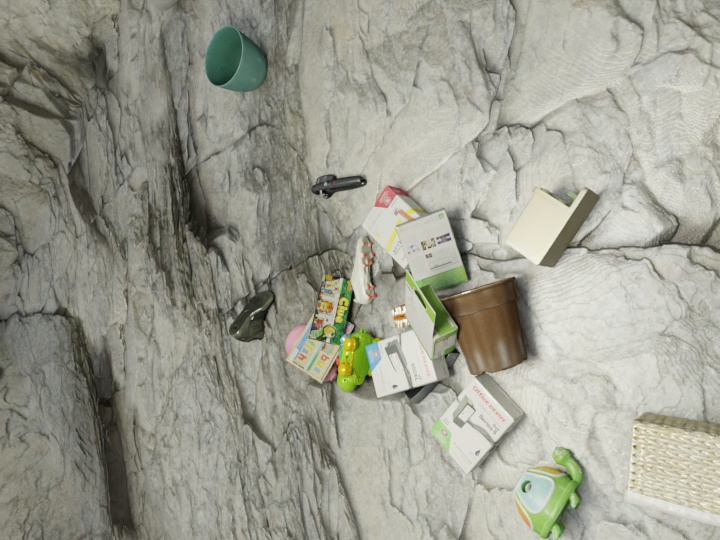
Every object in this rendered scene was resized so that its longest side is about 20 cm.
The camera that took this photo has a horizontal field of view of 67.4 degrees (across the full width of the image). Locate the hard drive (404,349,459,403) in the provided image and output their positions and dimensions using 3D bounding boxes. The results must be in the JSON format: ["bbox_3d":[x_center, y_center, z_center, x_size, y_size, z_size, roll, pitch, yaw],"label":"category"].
[{"bbox_3d":[0.172,0.262,1.515,0.135,0.042,0.202,47,114,27],"label":"hard drive"}]

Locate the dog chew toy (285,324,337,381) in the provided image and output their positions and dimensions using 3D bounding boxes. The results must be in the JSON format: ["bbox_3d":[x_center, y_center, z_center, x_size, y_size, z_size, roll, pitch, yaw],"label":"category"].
[{"bbox_3d":[-0.147,0.266,1.701,0.200,0.124,0.126,43,111,20],"label":"dog chew toy"}]

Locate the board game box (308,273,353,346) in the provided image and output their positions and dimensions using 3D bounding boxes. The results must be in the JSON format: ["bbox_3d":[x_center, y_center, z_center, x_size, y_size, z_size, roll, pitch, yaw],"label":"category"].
[{"bbox_3d":[-0.087,0.120,1.653,0.102,0.024,0.206,12,74,-1],"label":"board game box"}]

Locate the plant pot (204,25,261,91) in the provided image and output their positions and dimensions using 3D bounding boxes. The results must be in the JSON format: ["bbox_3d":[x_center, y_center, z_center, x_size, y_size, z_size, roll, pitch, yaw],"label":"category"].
[{"bbox_3d":[-0.426,-0.730,1.912,0.196,0.159,0.208,-2,87,35],"label":"plant pot"}]

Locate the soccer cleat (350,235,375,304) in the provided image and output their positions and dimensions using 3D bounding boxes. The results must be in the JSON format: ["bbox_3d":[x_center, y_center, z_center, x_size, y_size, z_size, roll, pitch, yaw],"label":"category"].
[{"bbox_3d":[0.000,0.000,1.637,0.076,0.068,0.207,-5,88,37],"label":"soccer cleat"}]

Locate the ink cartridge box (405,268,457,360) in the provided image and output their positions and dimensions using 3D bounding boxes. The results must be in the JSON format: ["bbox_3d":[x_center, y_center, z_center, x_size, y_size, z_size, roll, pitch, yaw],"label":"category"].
[{"bbox_3d":[0.172,0.098,1.313,0.074,0.203,0.149,-21,53,-13],"label":"ink cartridge box"}]

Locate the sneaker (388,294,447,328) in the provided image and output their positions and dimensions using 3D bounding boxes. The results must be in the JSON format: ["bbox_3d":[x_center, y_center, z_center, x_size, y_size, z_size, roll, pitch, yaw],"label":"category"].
[{"bbox_3d":[0.176,0.112,1.505,0.194,0.077,0.081,-9,87,16],"label":"sneaker"}]

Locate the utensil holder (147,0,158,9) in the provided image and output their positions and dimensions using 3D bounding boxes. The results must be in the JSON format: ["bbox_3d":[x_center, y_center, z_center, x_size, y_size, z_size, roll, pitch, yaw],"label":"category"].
[{"bbox_3d":[-0.777,-1.182,2.180,0.196,0.168,0.175,-20,77,35],"label":"utensil holder"}]

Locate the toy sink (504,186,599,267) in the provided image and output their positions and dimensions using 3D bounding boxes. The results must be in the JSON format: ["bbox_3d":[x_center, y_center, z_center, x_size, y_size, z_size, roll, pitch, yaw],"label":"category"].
[{"bbox_3d":[0.451,-0.124,1.281,0.112,0.129,0.203,40,111,30],"label":"toy sink"}]

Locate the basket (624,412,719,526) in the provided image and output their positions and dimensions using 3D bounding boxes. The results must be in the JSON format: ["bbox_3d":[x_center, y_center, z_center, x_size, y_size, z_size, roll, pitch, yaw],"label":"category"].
[{"bbox_3d":[0.646,0.389,1.082,0.195,0.196,0.166,1,84,35],"label":"basket"}]

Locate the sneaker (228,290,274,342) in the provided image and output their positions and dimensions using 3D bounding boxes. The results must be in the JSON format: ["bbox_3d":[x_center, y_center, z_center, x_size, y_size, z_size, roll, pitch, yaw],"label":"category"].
[{"bbox_3d":[-0.363,0.167,1.891,0.075,0.115,0.201,29,77,36],"label":"sneaker"}]

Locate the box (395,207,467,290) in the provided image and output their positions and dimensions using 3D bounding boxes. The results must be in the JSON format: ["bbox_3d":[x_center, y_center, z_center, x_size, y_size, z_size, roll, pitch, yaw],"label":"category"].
[{"bbox_3d":[0.192,-0.048,1.448,0.141,0.036,0.205,-17,102,15],"label":"box"}]

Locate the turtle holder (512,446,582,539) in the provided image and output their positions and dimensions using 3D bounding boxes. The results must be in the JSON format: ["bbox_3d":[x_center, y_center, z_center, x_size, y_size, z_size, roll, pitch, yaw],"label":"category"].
[{"bbox_3d":[0.438,0.516,1.256,0.130,0.139,0.190,31,106,33],"label":"turtle holder"}]

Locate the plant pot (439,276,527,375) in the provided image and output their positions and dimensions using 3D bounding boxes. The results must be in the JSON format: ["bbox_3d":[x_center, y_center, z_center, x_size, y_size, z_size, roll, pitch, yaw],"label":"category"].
[{"bbox_3d":[0.316,0.140,1.340,0.196,0.198,0.204,-19,86,32],"label":"plant pot"}]

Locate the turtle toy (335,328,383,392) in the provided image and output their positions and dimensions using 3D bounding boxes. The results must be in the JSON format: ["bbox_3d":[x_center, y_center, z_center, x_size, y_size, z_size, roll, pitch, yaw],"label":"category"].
[{"bbox_3d":[-0.017,0.268,1.605,0.100,0.143,0.206,22,102,53],"label":"turtle toy"}]

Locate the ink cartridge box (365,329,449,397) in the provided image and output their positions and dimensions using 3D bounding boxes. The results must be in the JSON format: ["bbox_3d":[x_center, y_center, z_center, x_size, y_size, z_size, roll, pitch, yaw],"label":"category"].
[{"bbox_3d":[0.126,0.247,1.471,0.197,0.083,0.149,-24,74,31],"label":"ink cartridge box"}]

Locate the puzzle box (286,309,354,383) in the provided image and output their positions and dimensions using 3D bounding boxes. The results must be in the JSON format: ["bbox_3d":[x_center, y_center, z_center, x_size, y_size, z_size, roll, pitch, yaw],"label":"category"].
[{"bbox_3d":[-0.121,0.223,1.647,0.131,0.026,0.203,29,71,6],"label":"puzzle box"}]

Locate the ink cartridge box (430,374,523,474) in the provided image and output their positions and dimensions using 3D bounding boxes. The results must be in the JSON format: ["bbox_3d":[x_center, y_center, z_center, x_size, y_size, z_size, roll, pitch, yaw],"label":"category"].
[{"bbox_3d":[0.299,0.392,1.394,0.146,0.083,0.202,45,113,28],"label":"ink cartridge box"}]

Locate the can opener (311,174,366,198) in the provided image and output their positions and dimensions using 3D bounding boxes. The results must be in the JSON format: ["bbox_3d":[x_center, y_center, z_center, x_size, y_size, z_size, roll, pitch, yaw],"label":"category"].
[{"bbox_3d":[-0.073,-0.271,1.700,0.195,0.063,0.081,-2,86,36],"label":"can opener"}]

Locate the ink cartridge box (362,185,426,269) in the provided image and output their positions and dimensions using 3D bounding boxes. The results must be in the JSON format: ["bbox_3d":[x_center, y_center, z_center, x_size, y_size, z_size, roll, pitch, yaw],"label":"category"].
[{"bbox_3d":[0.119,-0.122,1.544,0.200,0.082,0.147,46,113,27],"label":"ink cartridge box"}]
